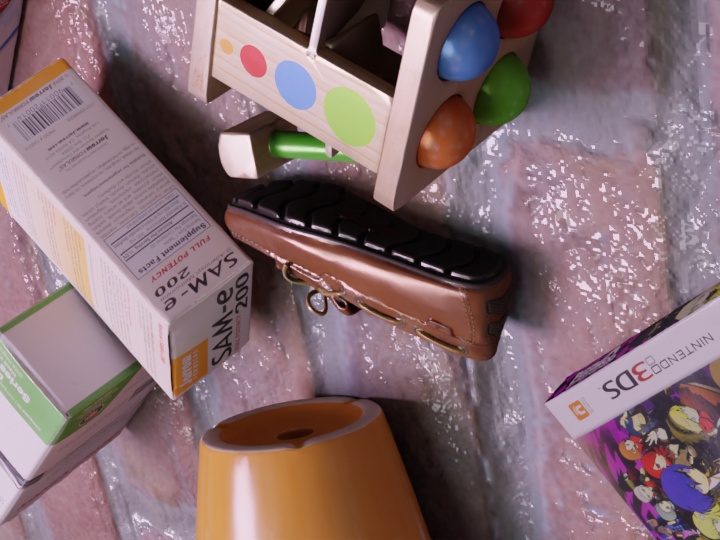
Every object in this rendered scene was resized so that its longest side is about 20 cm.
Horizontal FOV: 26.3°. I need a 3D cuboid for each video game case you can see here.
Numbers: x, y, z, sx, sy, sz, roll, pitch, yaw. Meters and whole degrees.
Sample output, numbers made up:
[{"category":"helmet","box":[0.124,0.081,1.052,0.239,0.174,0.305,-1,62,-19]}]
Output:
[{"category":"video game case","box":[0.222,0.110,0.850,0.200,0.036,0.181,51,140,0]}]

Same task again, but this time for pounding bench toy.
[{"category":"pounding bench toy","box":[0.007,-0.105,0.823,0.155,0.124,0.201,32,136,20]}]

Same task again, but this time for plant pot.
[{"category":"plant pot","box":[-0.033,0.190,1.037,0.199,0.199,0.185,-1,103,42]}]

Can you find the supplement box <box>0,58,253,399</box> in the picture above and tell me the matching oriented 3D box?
[{"category":"supplement box","box":[-0.161,-0.027,1.032,0.200,0.073,0.126,47,158,16]}]

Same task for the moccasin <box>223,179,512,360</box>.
[{"category":"moccasin","box":[0.001,-0.001,0.950,0.200,0.074,0.078,19,123,22]}]

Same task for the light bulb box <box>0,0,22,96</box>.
[{"category":"light bulb box","box":[-0.337,-0.165,1.037,0.124,0.198,0.201,38,139,12]}]

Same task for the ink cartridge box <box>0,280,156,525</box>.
[{"category":"ink cartridge box","box":[-0.221,0.087,1.152,0.084,0.146,0.200,48,138,5]}]
